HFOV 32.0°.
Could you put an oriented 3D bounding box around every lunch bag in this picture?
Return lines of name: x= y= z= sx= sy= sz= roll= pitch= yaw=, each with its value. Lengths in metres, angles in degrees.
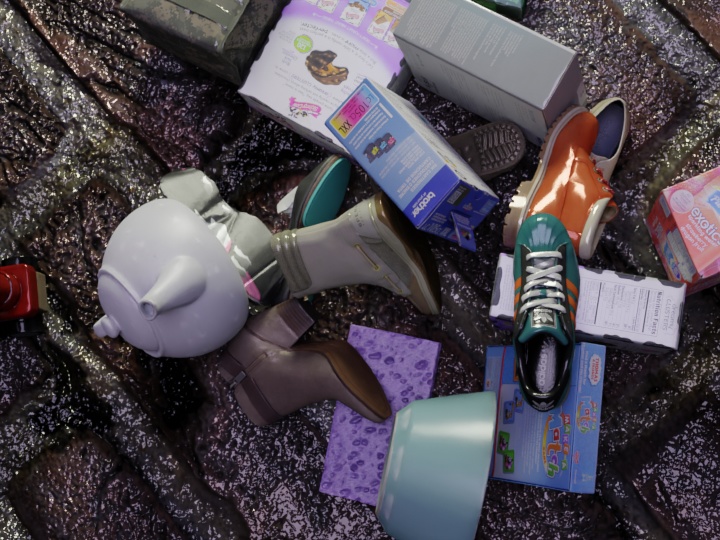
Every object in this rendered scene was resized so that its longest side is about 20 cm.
lunch bag: x=-0.166 y=-0.351 z=1.524 sx=0.163 sy=0.118 sz=0.202 roll=27 pitch=80 yaw=20

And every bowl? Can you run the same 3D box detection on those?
bowl: x=0.077 y=0.220 z=1.365 sx=0.103 sy=0.201 sz=0.204 roll=13 pitch=84 yaw=2

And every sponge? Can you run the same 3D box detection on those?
sponge: x=0.024 y=0.173 z=1.472 sx=0.110 sy=0.030 sz=0.203 roll=10 pitch=85 yaw=10

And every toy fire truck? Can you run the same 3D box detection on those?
toy fire truck: x=-0.480 y=0.046 z=1.473 sx=0.173 sy=0.200 sz=0.131 roll=-8 pitch=81 yaw=7

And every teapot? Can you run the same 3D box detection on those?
teapot: x=-0.233 y=0.027 z=1.426 sx=0.146 sy=0.201 sz=0.197 roll=-37 pitch=54 yaw=-23

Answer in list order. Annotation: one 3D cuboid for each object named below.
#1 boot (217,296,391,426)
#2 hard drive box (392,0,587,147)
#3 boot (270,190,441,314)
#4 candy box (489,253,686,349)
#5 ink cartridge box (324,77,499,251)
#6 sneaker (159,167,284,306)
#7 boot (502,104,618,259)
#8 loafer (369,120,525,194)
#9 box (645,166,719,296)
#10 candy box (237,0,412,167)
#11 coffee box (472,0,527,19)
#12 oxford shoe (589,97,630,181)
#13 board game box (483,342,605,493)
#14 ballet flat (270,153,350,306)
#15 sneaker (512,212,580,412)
boot: x=-0.073 y=0.133 z=1.462 sx=0.146 sy=0.070 sz=0.201 roll=-44 pitch=75 yaw=22
hard drive box: x=0.151 y=-0.230 z=1.432 sx=0.199 sy=0.156 sz=0.077 roll=31 pitch=86 yaw=18
boot: x=0.000 y=0.000 z=1.437 sx=0.153 sy=0.200 sz=0.073 roll=-19 pitch=50 yaw=17
candy box: x=0.247 y=0.040 z=1.380 sx=0.197 sy=0.168 sz=0.073 roll=9 pitch=85 yaw=9
ink cartridge box: x=0.069 y=-0.109 z=1.385 sx=0.076 sy=0.136 sz=0.200 roll=-47 pitch=67 yaw=13
sneaker: x=-0.162 y=-0.033 z=1.499 sx=0.080 sy=0.087 sz=0.201 roll=-30 pitch=68 yaw=-23
boot: x=0.238 y=-0.094 z=1.365 sx=0.106 sy=0.075 sz=0.201 roll=14 pitch=58 yaw=23
loafer: x=0.106 y=-0.122 z=1.484 sx=0.197 sy=0.068 sz=0.077 roll=-10 pitch=79 yaw=23
box: x=0.379 y=-0.040 z=1.364 sx=0.094 sy=0.200 sz=0.104 roll=-22 pitch=79 yaw=5
candy box: x=-0.026 y=-0.255 z=1.516 sx=0.166 sy=0.072 sz=0.202 roll=29 pitch=87 yaw=11
coffee box: x=0.167 y=-0.419 z=1.525 sx=0.121 sy=0.044 sz=0.203 roll=17 pitch=85 yaw=10
oxford shoe: x=0.257 y=-0.110 z=1.454 sx=0.070 sy=0.074 sz=0.203 roll=19 pitch=86 yaw=7
board game box: x=0.193 y=0.158 z=1.370 sx=0.036 sy=0.200 sz=0.154 roll=9 pitch=83 yaw=-22
ballet flat: x=-0.073 y=-0.048 z=1.494 sx=0.068 sy=0.068 sz=0.203 roll=18 pitch=90 yaw=31
sneaker: x=0.187 y=0.039 z=1.254 sx=0.070 sy=0.080 sz=0.203 roll=-2 pitch=84 yaw=8
